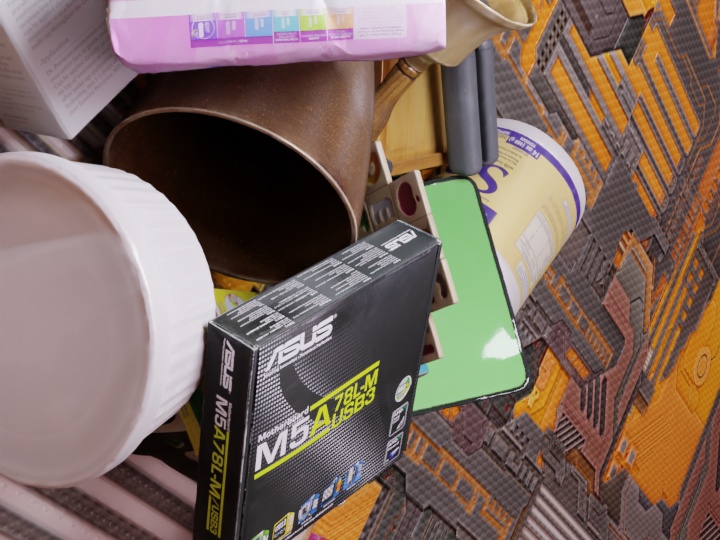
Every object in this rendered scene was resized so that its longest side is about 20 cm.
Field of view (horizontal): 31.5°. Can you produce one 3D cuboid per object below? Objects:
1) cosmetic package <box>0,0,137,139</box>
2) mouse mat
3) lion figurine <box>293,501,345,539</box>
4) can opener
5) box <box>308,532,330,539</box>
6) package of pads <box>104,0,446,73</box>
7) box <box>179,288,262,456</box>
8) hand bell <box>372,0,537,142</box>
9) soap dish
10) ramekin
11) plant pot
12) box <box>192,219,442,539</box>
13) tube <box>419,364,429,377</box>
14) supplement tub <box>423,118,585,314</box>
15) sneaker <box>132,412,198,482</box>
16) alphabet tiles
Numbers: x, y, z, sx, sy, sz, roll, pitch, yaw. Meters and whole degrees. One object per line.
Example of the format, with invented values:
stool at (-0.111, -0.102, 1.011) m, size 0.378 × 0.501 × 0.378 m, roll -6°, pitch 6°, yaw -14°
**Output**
cosmetic package at (-0.213, -0.191, 0.785) m, size 0.102 × 0.071 × 0.201 m, roll -51°, pitch 136°, yaw -31°
mouse mat at (0.045, 0.022, 1.080) m, size 0.008 × 0.159 × 0.202 m, roll 100°, pitch -22°, yaw -71°
lion figurine at (-0.063, 0.214, 1.058) m, size 0.200 × 0.072 × 0.123 m, roll -43°, pitch 169°, yaw -21°
can opener at (0.103, -0.176, 1.073) m, size 0.053 × 0.067 × 0.202 m, roll -32°, pitch 125°, yaw -42°
box at (-0.027, 0.308, 1.158) m, size 0.200 × 0.095 × 0.100 m, roll 46°, pitch 65°, yaw -49°
package of pads at (-0.054, -0.161, 0.770) m, size 0.198 × 0.121 × 0.076 m, roll -5°, pitch 103°, yaw -10°
box at (-0.082, 0.075, 0.947) m, size 0.200 × 0.048 × 0.118 m, roll 11°, pitch 50°, yaw -60°
hand bell at (0.035, -0.152, 0.995) m, size 0.104 × 0.104 × 0.200 m, roll -5°, pitch 142°, yaw -52°
soap dish at (0.028, -0.173, 1.100) m, size 0.157 × 0.081 × 0.202 m, roll -16°, pitch 114°, yaw -50°
ramekin at (-0.180, 0.024, 0.799) m, size 0.094 × 0.201 × 0.204 m, roll -20°, pitch 116°, yaw -60°
plant pot at (-0.064, -0.125, 0.936) m, size 0.187 × 0.186 × 0.201 m, roll 57°, pitch 41°, yaw -44°
box at (-0.028, 0.086, 0.877) m, size 0.199 × 0.047 × 0.194 m, roll -28°, pitch 138°, yaw -46°
tube at (-0.005, 0.000, 1.037) m, size 0.050 × 0.077 × 0.201 m, roll -18°, pitch 82°, yaw -29°
supplement tub at (0.106, -0.029, 1.192) m, size 0.200 × 0.145 × 0.146 m, roll -51°, pitch 136°, yaw -31°
sneaker at (-0.154, 0.077, 0.961) m, size 0.200 × 0.076 × 0.116 m, roll 36°, pitch 30°, yaw -29°
alphabet tiles at (0.000, 0.000, 0.989) m, size 0.006 × 0.200 × 0.168 m, roll -11°, pitch 82°, yaw -36°
